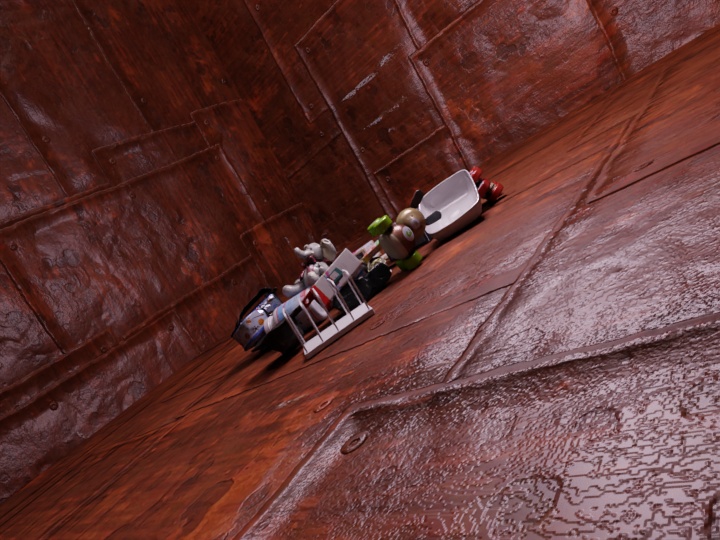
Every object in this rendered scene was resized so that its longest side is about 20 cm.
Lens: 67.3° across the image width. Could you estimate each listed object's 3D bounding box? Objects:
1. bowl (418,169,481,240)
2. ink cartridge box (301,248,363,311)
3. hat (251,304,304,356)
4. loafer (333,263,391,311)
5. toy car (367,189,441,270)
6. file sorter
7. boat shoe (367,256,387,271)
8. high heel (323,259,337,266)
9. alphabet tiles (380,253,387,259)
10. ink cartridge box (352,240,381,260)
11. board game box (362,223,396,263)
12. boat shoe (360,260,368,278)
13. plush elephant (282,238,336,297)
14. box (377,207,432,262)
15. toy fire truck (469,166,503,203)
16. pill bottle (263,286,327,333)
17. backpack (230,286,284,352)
[{"bbox_3d":[0.285,-0.192,1.678,0.197,0.075,0.203,-33,37,20],"label":"bowl"},{"bbox_3d":[-0.080,0.046,1.555,0.201,0.067,0.116,-49,-12,-10],"label":"ink cartridge box"},{"bbox_3d":[-0.206,0.185,1.488,0.200,0.081,0.201,-44,-2,-2],"label":"hat"},{"bbox_3d":[0.003,0.058,1.548,0.197,0.074,0.072,-31,-9,-23],"label":"loafer"},{"bbox_3d":[0.147,-0.131,1.588,0.200,0.165,0.158,-45,9,-9],"label":"toy car"},{"bbox_3d":[-0.085,0.102,1.356,0.197,0.127,0.139,-33,7,-6],"label":"file sorter"},{"bbox_3d":[0.056,-0.005,1.744,0.071,0.061,0.202,-32,6,2],"label":"boat shoe"},{"bbox_3d":[-0.083,-0.006,1.863,0.093,0.070,0.200,13,-3,-5],"label":"high heel"},{"bbox_3d":[0.034,-0.011,2.110,0.197,0.015,0.196,-34,4,-3],"label":"alphabet tiles"},{"bbox_3d":[-0.015,-0.033,2.136,0.163,0.076,0.200,-34,3,17],"label":"ink cartridge box"},{"bbox_3d":[0.089,-0.109,1.817,0.199,0.030,0.096,-39,9,26],"label":"board game box"},{"bbox_3d":[0.000,0.000,1.838,0.200,0.070,0.067,-83,8,-84],"label":"boat shoe"},{"bbox_3d":[-0.157,-0.021,1.769,0.196,0.160,0.163,-10,-11,-43],"label":"plush elephant"},{"bbox_3d":[0.187,-0.145,1.940,0.180,0.106,0.200,-29,7,35],"label":"box"},{"bbox_3d":[0.379,-0.242,1.800,0.170,0.111,0.200,-57,1,14],"label":"toy fire truck"},{"bbox_3d":[-0.206,0.145,1.703,0.197,0.111,0.109,-30,6,18],"label":"pill bottle"},{"bbox_3d":[-0.341,0.188,1.839,0.189,0.154,0.201,-36,-13,-36],"label":"backpack"}]
